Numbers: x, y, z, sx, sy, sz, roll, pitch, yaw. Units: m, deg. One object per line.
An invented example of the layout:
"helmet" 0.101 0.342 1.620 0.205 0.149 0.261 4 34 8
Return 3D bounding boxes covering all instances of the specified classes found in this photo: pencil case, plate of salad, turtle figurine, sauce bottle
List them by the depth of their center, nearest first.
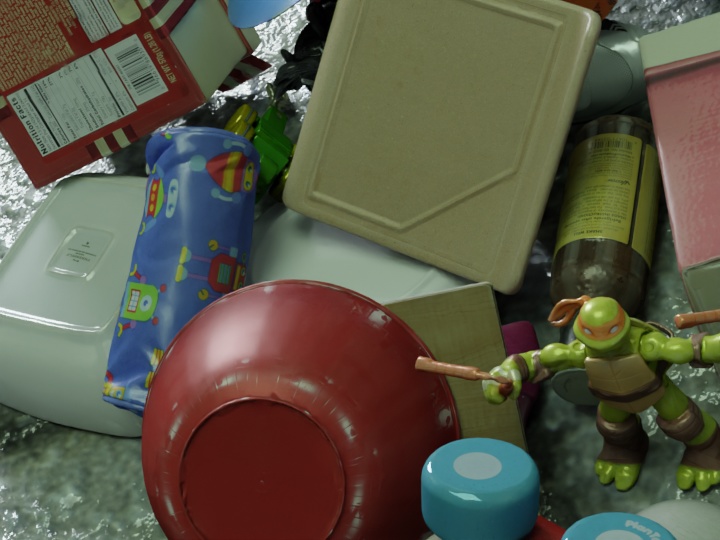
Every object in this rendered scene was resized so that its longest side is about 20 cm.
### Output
"turtle figurine" 0.143 0.063 1.026 0.199 0.161 0.065 -11 48 18
"sauce bottle" 0.153 -0.008 1.150 0.064 0.065 0.201 -3 50 24
"pencil case" -0.119 0.002 1.194 0.087 0.078 0.201 3 81 35
"plate of salad" 0.000 0.000 1.228 0.199 0.048 0.201 -13 41 12

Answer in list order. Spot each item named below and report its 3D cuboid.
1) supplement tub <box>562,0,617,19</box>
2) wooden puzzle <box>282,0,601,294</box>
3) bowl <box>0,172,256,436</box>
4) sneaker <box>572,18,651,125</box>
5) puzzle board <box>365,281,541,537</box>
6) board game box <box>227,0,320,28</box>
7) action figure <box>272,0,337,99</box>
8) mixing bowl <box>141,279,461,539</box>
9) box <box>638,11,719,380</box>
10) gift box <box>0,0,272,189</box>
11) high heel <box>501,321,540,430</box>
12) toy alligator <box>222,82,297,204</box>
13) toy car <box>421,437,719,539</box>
"supplement tub" 0.111 -0.259 1.231 0.122 0.123 0.201 -17 54 12
"wooden puzzle" 0.051 -0.101 1.172 0.199 0.037 0.186 23 102 31
"bowl" -0.186 0.009 1.300 0.199 0.075 0.200 11 57 35
"sneaker" 0.106 -0.112 1.235 0.199 0.075 0.115 -6 27 29
"puzzle board" -0.002 0.099 1.094 0.199 0.151 0.017 -12 4 11
"board game box" -0.014 -0.243 1.295 0.200 0.039 0.158 -59 26 -13
"action figure" -0.001 -0.171 1.326 0.119 0.102 0.200 -41 23 24
"mixing bowl" -0.045 0.111 1.040 0.199 0.201 0.108 -19 3 10
"box" 0.245 -0.049 1.095 0.109 0.128 0.201 -15 46 15
"gift box" -0.179 -0.188 1.362 0.199 0.185 0.187 -20 19 17
"high heel" 0.014 0.072 1.142 0.199 0.067 0.096 0 63 20
"toy alligator" -0.077 -0.086 1.322 0.054 0.059 0.200 -48 14 16
"toy car" 0.143 0.172 0.963 0.200 0.185 0.177 -24 36 -37
